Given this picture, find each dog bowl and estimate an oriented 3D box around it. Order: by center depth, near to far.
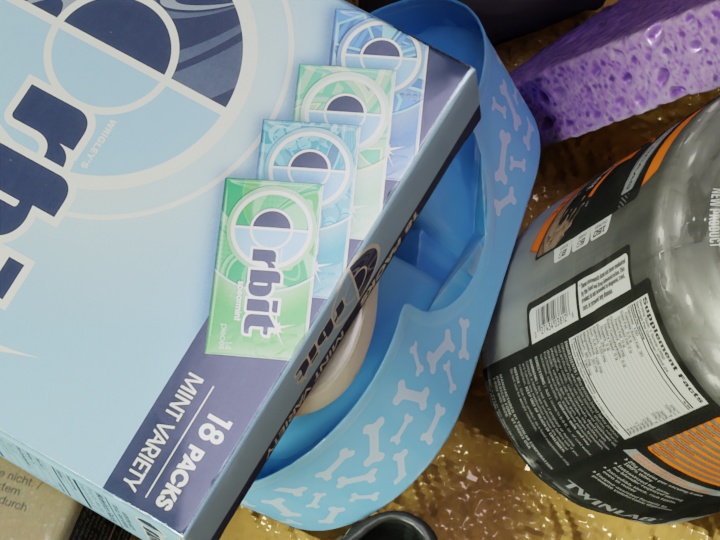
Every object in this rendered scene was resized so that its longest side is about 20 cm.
[{"bbox_3d":[0.000,0.000,0.956,0.050,0.111,0.201,42,54,-34],"label":"dog bowl"}]

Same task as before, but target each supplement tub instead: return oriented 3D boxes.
[{"bbox_3d":[0.126,0.009,0.892,0.122,0.200,0.123,5,75,-19],"label":"supplement tub"}]

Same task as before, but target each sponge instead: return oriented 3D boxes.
[{"bbox_3d":[0.123,-0.089,0.966,0.111,0.200,0.030,-33,97,-22],"label":"sponge"}]

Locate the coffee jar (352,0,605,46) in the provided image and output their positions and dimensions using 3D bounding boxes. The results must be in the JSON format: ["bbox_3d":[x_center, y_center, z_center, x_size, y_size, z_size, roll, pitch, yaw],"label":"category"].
[{"bbox_3d":[0.015,-0.172,1.057,0.104,0.085,0.200,-20,64,-23],"label":"coffee jar"}]

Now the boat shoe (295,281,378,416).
[{"bbox_3d":[-0.033,-0.037,0.933,0.074,0.093,0.201,-17,69,7],"label":"boat shoe"}]

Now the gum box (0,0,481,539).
[{"bbox_3d":[-0.091,-0.031,0.859,0.200,0.045,0.170,29,75,13],"label":"gum box"}]

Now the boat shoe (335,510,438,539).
[{"bbox_3d":[-0.027,0.163,0.888,0.068,0.057,0.200,23,62,7],"label":"boat shoe"}]

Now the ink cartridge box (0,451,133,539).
[{"bbox_3d":[-0.176,0.064,0.898,0.199,0.075,0.165,17,65,15],"label":"ink cartridge box"}]
